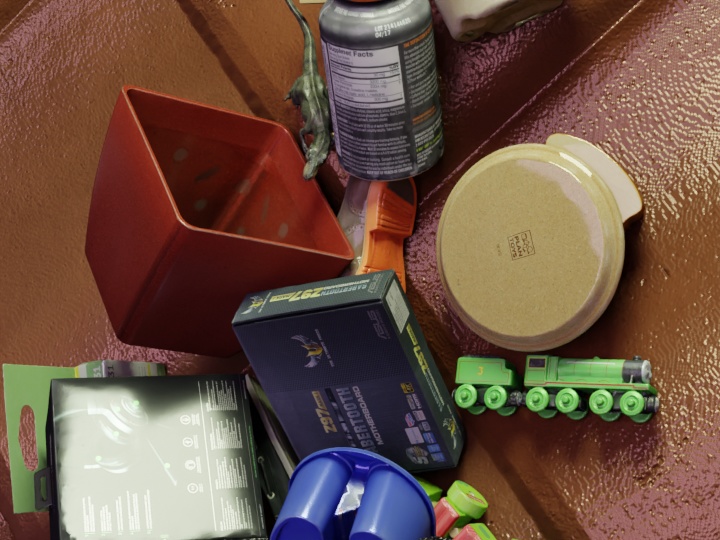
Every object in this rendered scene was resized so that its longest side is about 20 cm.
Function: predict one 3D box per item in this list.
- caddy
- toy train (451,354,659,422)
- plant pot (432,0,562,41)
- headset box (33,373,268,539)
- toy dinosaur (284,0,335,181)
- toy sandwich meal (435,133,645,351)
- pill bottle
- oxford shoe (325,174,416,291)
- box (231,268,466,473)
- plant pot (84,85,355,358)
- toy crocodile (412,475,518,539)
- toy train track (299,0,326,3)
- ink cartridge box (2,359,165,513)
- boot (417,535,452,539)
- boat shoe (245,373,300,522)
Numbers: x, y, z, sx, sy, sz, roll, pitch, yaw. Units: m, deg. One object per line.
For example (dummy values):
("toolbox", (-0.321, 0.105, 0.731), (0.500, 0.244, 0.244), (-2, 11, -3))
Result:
("caddy", (-0.004, 0.251, 1.426), (0.139, 0.105, 0.202), (9, 127, 15))
("toy train", (0.176, 0.104, 1.434), (0.198, 0.042, 0.057), (0, 74, 27))
("plant pot", (0.112, -0.318, 1.441), (0.199, 0.200, 0.186), (-23, 85, 23))
("headset box", (-0.197, 0.193, 1.444), (0.093, 0.197, 0.176), (111, 153, -52))
("toy dinosaur", (-0.049, -0.169, 1.550), (0.047, 0.088, 0.202), (-9, 66, -4))
("toy sandwich meal", (0.162, -0.027, 1.442), (0.203, 0.070, 0.208), (-1, 88, 28))
("pill bottle", (0.019, -0.193, 1.455), (0.105, 0.106, 0.202), (12, 127, 27))
("oxford shoe", (0.000, 0.000, 1.526), (0.072, 0.071, 0.203), (8, 81, 44))
("box", (-0.009, 0.102, 1.456), (0.156, 0.051, 0.202), (-9, 122, 26))
("plant pot", (-0.158, -0.030, 1.520), (0.177, 0.198, 0.201), (-54, 45, 29))
("toy crocodile", (0.106, 0.257, 1.438), (0.200, 0.062, 0.068), (43, 104, 23))
("toy train track", (-0.006, -0.231, 1.558), (0.113, 0.033, 0.203), (-4, 92, -15))
("ink cartridge box", (-0.262, 0.162, 1.558), (0.047, 0.199, 0.148), (-12, 78, 28))
("boot", (0.098, 0.307, 1.351), (0.074, 0.196, 0.164), (-105, 27, -55))
("boat shoe", (-0.085, 0.200, 1.535), (0.066, 0.074, 0.201), (-29, 81, 8))
